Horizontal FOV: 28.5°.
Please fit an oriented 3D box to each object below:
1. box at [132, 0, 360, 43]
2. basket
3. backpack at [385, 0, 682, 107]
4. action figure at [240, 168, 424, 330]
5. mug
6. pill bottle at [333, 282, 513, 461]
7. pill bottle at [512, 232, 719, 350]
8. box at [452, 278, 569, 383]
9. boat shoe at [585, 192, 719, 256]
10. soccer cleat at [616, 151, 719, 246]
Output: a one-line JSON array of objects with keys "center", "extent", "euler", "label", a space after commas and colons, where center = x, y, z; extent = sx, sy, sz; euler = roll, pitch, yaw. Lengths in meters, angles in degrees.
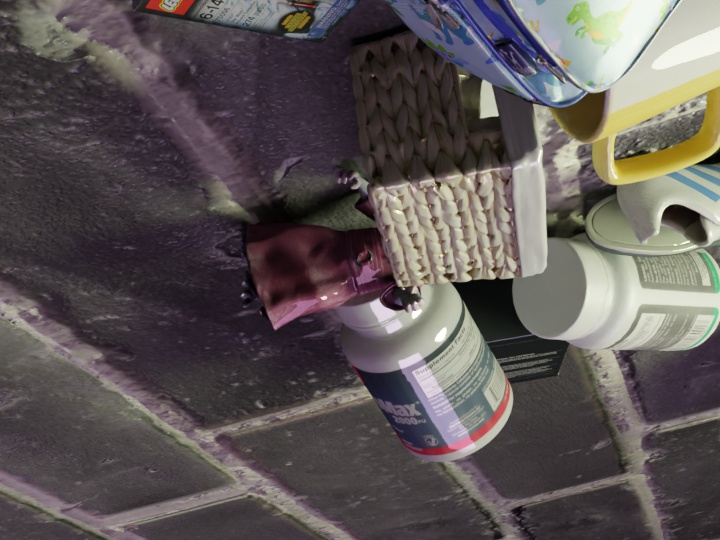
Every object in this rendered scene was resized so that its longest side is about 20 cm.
[{"center": [-0.034, -0.211, 0.826], "extent": [0.137, 0.040, 0.200], "euler": [5, 151, -32], "label": "box"}, {"center": [0.067, -0.083, 1.049], "extent": [0.123, 0.136, 0.200], "euler": [-9, 156, 3], "label": "basket"}, {"center": [0.083, -0.199, 0.711], "extent": [0.200, 0.147, 0.183], "euler": [34, 91, -36], "label": "backpack"}, {"center": [0.000, 0.000, 1.200], "extent": [0.200, 0.134, 0.149], "euler": [-9, 158, 1], "label": "action figure"}, {"center": [0.194, -0.165, 0.924], "extent": [0.153, 0.150, 0.187], "euler": [-17, 158, -10], "label": "mug"}, {"center": [0.050, 0.070, 1.310], "extent": [0.120, 0.120, 0.200], "euler": [-20, 125, 18], "label": "pill bottle"}, {"center": [0.250, 0.021, 1.373], "extent": [0.200, 0.113, 0.113], "euler": [4, 152, -40], "label": "pill bottle"}, {"center": [0.111, 0.068, 1.472], "extent": [0.200, 0.079, 0.141], "euler": [-9, 158, -5], "label": "box"}, {"center": [0.297, -0.039, 1.327], "extent": [0.200, 0.073, 0.062], "euler": [-10, 153, -17], "label": "boat shoe"}, {"center": [0.324, -0.061, 1.270], "extent": [0.200, 0.086, 0.070], "euler": [-6, 156, -14], "label": "soccer cleat"}]
